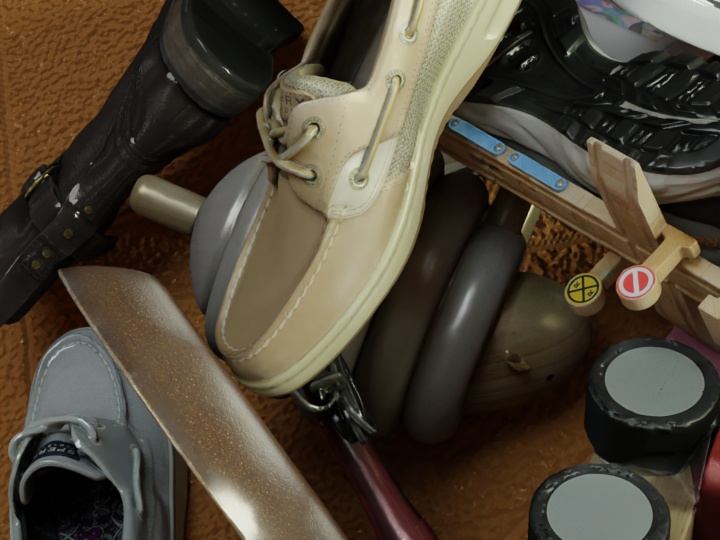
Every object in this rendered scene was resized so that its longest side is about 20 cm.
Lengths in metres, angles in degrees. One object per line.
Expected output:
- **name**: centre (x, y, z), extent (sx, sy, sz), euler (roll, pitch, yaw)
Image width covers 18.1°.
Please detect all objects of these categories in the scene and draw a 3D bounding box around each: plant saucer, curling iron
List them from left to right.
- **plant saucer**: centre (-0.045, 0.073, 0.859), extent (0.032, 0.200, 0.200), euler (-36, 50, -5)
- **curling iron**: centre (0.019, 0.111, 0.853), extent (0.025, 0.050, 0.201), euler (-27, 87, 6)

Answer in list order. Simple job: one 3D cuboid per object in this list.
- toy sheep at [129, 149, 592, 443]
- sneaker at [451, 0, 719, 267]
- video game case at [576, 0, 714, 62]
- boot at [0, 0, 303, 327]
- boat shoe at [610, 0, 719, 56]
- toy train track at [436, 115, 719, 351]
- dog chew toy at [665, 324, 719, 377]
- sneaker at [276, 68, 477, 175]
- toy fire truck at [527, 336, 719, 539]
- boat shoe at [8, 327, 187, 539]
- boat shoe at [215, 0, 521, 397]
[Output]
- **toy sheep**: centre (0.000, 0.000, 0.933), extent (0.199, 0.138, 0.138), euler (20, 65, 10)
- **sneaker**: centre (0.084, -0.052, 0.876), extent (0.074, 0.079, 0.200), euler (-36, 37, -13)
- **video game case**: centre (0.117, -0.155, 1.016), extent (0.200, 0.024, 0.182), euler (-32, 46, -31)
- **boot**: centre (-0.113, -0.065, 1.061), extent (0.174, 0.069, 0.200), euler (-44, 11, 19)
- **boat shoe**: centre (0.181, -0.122, 0.902), extent (0.074, 0.199, 0.068), euler (52, 129, 47)
- **toy train track**: centre (0.069, -0.016, 0.828), extent (0.033, 0.115, 0.200), euler (-46, 49, -12)
- **dog chew toy**: centre (0.209, -0.001, 0.856), extent (0.199, 0.125, 0.125), euler (-26, 50, 15)
- **sneaker**: centre (0.052, -0.085, 1.007), extent (0.199, 0.080, 0.074), euler (-25, 48, 3)
- **toy fire truck**: centre (0.151, 0.114, 0.729), extent (0.199, 0.129, 0.176), euler (14, 43, 16)
- **boat shoe**: centre (-0.114, 0.096, 0.957), extent (0.070, 0.072, 0.201), euler (-20, 51, 10)
- **boat shoe**: centre (-0.009, -0.052, 0.829), extent (0.072, 0.065, 0.201), euler (29, 92, 53)
